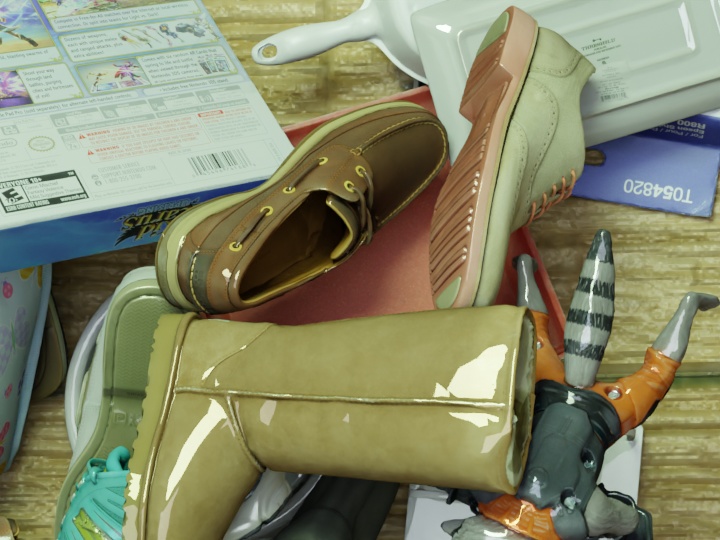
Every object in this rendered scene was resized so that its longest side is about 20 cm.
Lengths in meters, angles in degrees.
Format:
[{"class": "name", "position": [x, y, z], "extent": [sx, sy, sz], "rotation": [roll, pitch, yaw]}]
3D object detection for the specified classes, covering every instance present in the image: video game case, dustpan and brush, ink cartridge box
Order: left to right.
[{"class": "video game case", "position": [-0.159, -0.092, 1.234], "extent": [0.200, 0.045, 0.181], "rotation": [-12, 55, -30]}, {"class": "dustpan and brush", "position": [0.032, -0.157, 1.281], "extent": [0.200, 0.057, 0.140], "rotation": [-16, 93, -7]}, {"class": "ink cartridge box", "position": [0.138, -0.147, 1.315], "extent": [0.199, 0.041, 0.200], "rotation": [9, 84, 8]}]

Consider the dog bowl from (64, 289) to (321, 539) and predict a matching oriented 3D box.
[{"class": "dog bowl", "position": [-0.089, 0.081, 1.305], "extent": [0.200, 0.059, 0.200], "rotation": [-1, 83, 7]}]

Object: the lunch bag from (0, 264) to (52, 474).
[{"class": "lunch bag", "position": [-0.271, 0.042, 1.234], "extent": [0.127, 0.170, 0.200], "rotation": [26, 117, 16]}]

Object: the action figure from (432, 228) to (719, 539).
[{"class": "action figure", "position": [0.082, 0.076, 1.142], "extent": [0.200, 0.105, 0.194], "rotation": [17, 67, 9]}]

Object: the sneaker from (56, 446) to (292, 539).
[{"class": "sneaker", "position": [-0.133, 0.141, 1.193], "extent": [0.200, 0.078, 0.080], "rotation": [-31, 89, 12]}]

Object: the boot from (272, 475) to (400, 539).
[{"class": "boot", "position": [-0.028, 0.187, 1.260], "extent": [0.077, 0.200, 0.138], "rotation": [32, 50, 1]}]

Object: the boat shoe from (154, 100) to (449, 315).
[{"class": "boat shoe", "position": [-0.019, -0.030, 1.194], "extent": [0.200, 0.068, 0.072], "rotation": [-32, 123, -30]}]

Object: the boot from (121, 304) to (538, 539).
[{"class": "boot", "position": [-0.016, 0.099, 1.095], "extent": [0.200, 0.066, 0.175], "rotation": [1, 76, 15]}]

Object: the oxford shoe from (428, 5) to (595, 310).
[{"class": "oxford shoe", "position": [0.089, -0.054, 1.173], "extent": [0.074, 0.071, 0.200], "rotation": [24, 62, -14]}]

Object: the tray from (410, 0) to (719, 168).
[{"class": "tray", "position": [0.138, -0.128, 1.256], "extent": [0.200, 0.022, 0.108], "rotation": [-17, 96, -8]}]

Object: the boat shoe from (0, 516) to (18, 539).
[{"class": "boat shoe", "position": [-0.231, 0.181, 1.300], "extent": [0.200, 0.072, 0.068], "rotation": [21, 76, 2]}]

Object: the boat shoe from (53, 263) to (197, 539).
[{"class": "boat shoe", "position": [-0.130, 0.094, 1.243], "extent": [0.075, 0.068, 0.200], "rotation": [14, 106, -7]}]

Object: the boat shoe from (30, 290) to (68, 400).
[{"class": "boat shoe", "position": [-0.226, -0.019, 1.327], "extent": [0.073, 0.065, 0.200], "rotation": [-17, 101, 24]}]

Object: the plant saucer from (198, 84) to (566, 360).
[{"class": "plant saucer", "position": [0.000, 0.000, 1.259], "extent": [0.200, 0.037, 0.200], "rotation": [-17, 63, -8]}]

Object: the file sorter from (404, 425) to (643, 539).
[{"class": "file sorter", "position": [0.088, 0.180, 1.240], "extent": [0.139, 0.125, 0.200], "rotation": [5, 83, 6]}]
